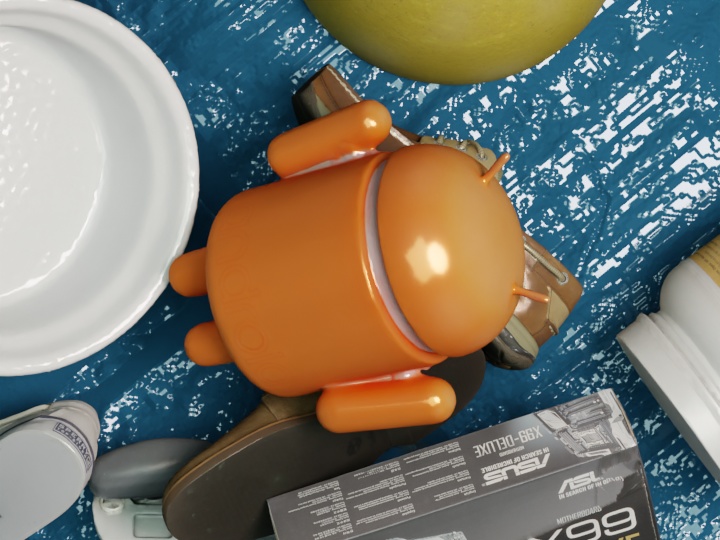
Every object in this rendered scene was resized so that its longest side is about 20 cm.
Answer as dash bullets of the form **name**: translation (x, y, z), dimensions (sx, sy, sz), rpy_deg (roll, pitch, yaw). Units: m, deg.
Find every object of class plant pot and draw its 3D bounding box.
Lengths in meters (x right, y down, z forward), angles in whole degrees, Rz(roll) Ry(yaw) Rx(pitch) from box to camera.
- **plant pot**: translation (0.057, -0.198, 1.545), dimensions (0.200, 0.142, 0.200), rpy_deg (0, 95, -4)

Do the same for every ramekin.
- **ramekin**: translation (-0.196, -0.051, 1.539), dimensions (0.200, 0.098, 0.201), rpy_deg (-4, 100, -26)

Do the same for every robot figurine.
- **robot figurine**: translation (0.001, 0.002, 1.508), dimensions (0.200, 0.144, 0.117), rpy_deg (-15, 139, 27)

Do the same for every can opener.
- **can opener**: translation (-0.051, 0.126, 1.602), dimensions (0.200, 0.067, 0.053), rpy_deg (1, 61, -4)

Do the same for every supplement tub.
- **supplement tub**: translation (0.255, 0.026, 1.576), dimensions (0.200, 0.145, 0.145), rpy_deg (-36, 96, 1)

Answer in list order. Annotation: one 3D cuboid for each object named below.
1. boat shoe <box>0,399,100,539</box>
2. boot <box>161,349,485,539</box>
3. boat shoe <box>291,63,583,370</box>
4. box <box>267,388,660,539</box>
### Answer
- **boat shoe**: translation (-0.225, 0.133, 1.598), dimensions (0.200, 0.066, 0.072), rpy_deg (-38, 100, 22)
- **boot**: translation (-0.032, 0.081, 1.581), dimensions (0.200, 0.075, 0.074), rpy_deg (-30, 139, -21)
- **boat shoe**: translation (0.044, -0.038, 1.599), dimensions (0.074, 0.076, 0.200), rpy_deg (-42, 99, -9)
- **box**: translation (0.064, 0.160, 1.584), dimensions (0.200, 0.050, 0.158), rpy_deg (-17, 134, -2)
